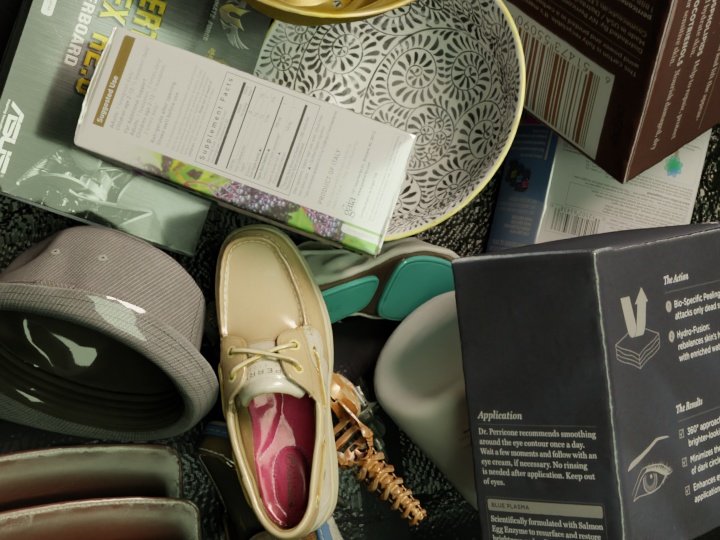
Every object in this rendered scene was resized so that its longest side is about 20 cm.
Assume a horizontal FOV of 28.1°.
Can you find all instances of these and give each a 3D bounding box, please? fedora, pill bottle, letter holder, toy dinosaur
[{"bbox_3d":[-0.178,0.033,0.929,0.177,0.198,0.091,61,37,-47],"label":"fedora"},{"bbox_3d":[0.107,0.117,1.057,0.114,0.114,0.200,-48,123,-11],"label":"pill bottle"},{"bbox_3d":[-0.201,0.196,0.956,0.198,0.100,0.143,-5,96,-22],"label":"letter holder"},{"bbox_3d":[-0.037,0.103,0.989,0.102,0.136,0.201,-24,63,-3],"label":"toy dinosaur"}]

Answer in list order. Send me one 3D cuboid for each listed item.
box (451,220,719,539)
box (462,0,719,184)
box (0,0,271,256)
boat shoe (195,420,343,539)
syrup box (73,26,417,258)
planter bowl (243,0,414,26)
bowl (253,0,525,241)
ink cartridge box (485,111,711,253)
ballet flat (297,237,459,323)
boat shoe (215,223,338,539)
[{"bbox_3d":[0.171,0.077,0.960,0.196,0.117,0.202,-9,94,-48],"label":"box"},{"bbox_3d":[0.200,-0.201,0.992,0.199,0.166,0.165,-32,147,-29],"label":"box"},{"bbox_3d":[-0.158,-0.128,0.965,0.157,0.048,0.201,20,88,-23],"label":"box"},{"bbox_3d":[-0.057,0.189,0.987,0.072,0.072,0.201,-50,121,-29],"label":"boat shoe"},{"bbox_3d":[-0.070,-0.078,0.902,0.199,0.079,0.082,19,88,-1],"label":"syrup box"},{"bbox_3d":[-0.034,-0.222,0.933,0.199,0.084,0.202,5,63,-10],"label":"planter bowl"},{"bbox_3d":[0.029,-0.111,1.002,0.199,0.094,0.203,-4,80,20],"label":"bowl"},{"bbox_3d":[0.173,-0.030,1.098,0.135,0.076,0.202,13,89,-23],"label":"ink cartridge box"},{"bbox_3d":[0.000,0.000,1.027,0.199,0.069,0.070,-8,100,-48],"label":"ballet flat"},{"bbox_3d":[-0.052,0.071,0.901,0.073,0.069,0.202,-11,92,6],"label":"boat shoe"}]
